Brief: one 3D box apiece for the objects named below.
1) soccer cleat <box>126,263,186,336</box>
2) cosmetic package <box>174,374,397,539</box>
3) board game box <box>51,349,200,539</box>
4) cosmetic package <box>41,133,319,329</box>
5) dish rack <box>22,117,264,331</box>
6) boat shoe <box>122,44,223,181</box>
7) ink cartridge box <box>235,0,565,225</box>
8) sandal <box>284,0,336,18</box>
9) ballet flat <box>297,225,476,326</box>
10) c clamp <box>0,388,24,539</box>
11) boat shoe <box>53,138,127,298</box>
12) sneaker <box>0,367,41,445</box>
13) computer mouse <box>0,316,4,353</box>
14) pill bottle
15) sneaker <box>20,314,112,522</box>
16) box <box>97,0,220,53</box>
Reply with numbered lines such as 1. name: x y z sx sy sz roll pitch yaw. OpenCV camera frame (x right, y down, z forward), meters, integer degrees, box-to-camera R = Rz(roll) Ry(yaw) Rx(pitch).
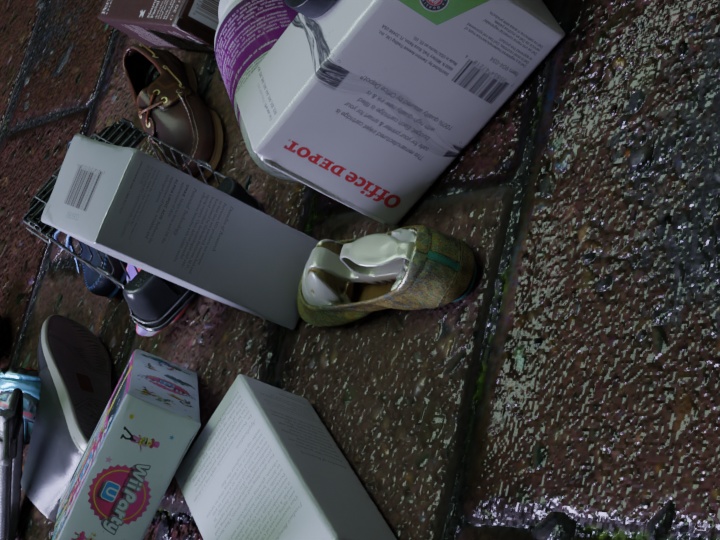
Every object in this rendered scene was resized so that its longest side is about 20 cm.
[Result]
1. soccer cleat: -0.200 -0.028 1.319 0.077 0.067 0.200 -49 40 28
2. cosmetic package: -0.054 0.174 0.993 0.102 0.071 0.200 -56 35 14
3. board game box: -0.189 0.155 1.126 0.148 0.064 0.200 -64 11 2
4. cosmetic package: -0.138 -0.029 1.118 0.113 0.200 0.081 19 85 52
5. dish rack: -0.203 -0.051 1.251 0.200 0.055 0.153 29 69 36
6. boat shoe: -0.193 -0.159 1.384 0.070 0.070 0.200 -52 38 16
7. ink cartridge box: 0.025 -0.150 1.024 0.200 0.145 0.084 -48 38 22
8. sandal: 0.006 -0.263 0.955 0.200 0.043 0.076 -54 35 14
9. ballet flat: 0.000 0.000 1.036 0.200 0.071 0.071 -8 63 51
10. c clamp: -0.330 0.201 1.293 0.171 0.027 0.201 -104 20 -58
11. boat shoe: -0.279 -0.054 1.431 0.084 0.069 0.200 -46 39 25
12. sneaker: -0.392 0.155 1.432 0.200 0.079 0.096 -13 72 40
13. computer mouse: -0.414 0.129 1.535 0.058 0.034 0.201 -21 57 24
14. pill bottle: -0.062 -0.174 1.184 0.112 0.112 0.200 -48 39 23
15. sneaker: -0.289 0.135 1.322 0.106 0.075 0.200 -50 39 21
16. box: -0.191 -0.289 1.458 0.200 0.075 0.100 18 84 57
